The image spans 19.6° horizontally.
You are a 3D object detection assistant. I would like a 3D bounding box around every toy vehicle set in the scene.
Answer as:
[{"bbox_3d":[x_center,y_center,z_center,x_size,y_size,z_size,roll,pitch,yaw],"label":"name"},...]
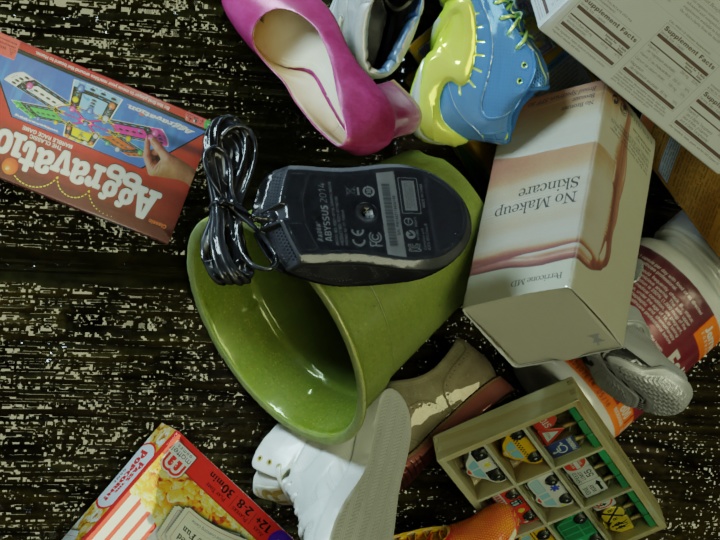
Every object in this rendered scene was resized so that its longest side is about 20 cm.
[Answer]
[{"bbox_3d":[0.157,0.174,1.705,0.124,0.027,0.200,-25,134,14],"label":"toy vehicle set"}]

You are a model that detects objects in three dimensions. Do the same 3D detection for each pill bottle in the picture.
[{"bbox_3d":[0.234,0.046,1.751,0.200,0.114,0.114,-41,109,-14],"label":"pill bottle"}]

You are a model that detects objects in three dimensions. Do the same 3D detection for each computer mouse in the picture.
[{"bbox_3d":[-0.021,-0.035,1.494,0.199,0.053,0.139,5,60,-15],"label":"computer mouse"}]

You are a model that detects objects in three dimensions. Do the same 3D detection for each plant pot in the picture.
[{"bbox_3d":[0.000,0.000,1.619,0.190,0.200,0.200,-35,108,-30],"label":"plant pot"}]

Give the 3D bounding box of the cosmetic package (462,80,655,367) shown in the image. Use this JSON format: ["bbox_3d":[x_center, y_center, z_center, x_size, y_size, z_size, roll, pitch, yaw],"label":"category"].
[{"bbox_3d":[0.155,-0.037,1.604,0.087,0.103,0.200,45,44,-39],"label":"cosmetic package"}]

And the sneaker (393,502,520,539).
[{"bbox_3d":[0.038,0.242,1.678,0.200,0.073,0.077,-33,108,5],"label":"sneaker"}]

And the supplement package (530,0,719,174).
[{"bbox_3d":[0.238,-0.203,1.642,0.200,0.156,0.111,36,113,-23],"label":"supplement package"}]

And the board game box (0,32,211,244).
[{"bbox_3d":[-0.219,-0.102,1.588,0.200,0.019,0.103,22,88,-24],"label":"board game box"}]

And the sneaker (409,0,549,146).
[{"bbox_3d":[0.106,-0.189,1.620,0.105,0.076,0.201,15,101,8],"label":"sneaker"}]

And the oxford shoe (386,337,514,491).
[{"bbox_3d":[0.028,0.134,1.708,0.200,0.070,0.075,-36,77,-12],"label":"oxford shoe"}]

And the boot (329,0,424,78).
[{"bbox_3d":[0.028,-0.242,1.640,0.073,0.096,0.201,15,89,-24],"label":"boot"}]

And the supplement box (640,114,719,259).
[{"bbox_3d":[0.302,-0.072,1.723,0.066,0.200,0.069,-2,129,-24],"label":"supplement box"}]

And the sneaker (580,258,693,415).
[{"bbox_3d":[0.203,0.026,1.654,0.115,0.200,0.075,-47,146,-15],"label":"sneaker"}]

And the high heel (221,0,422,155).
[{"bbox_3d":[-0.050,-0.156,1.572,0.096,0.200,0.067,-20,150,-54],"label":"high heel"}]

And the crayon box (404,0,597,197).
[{"bbox_3d":[0.127,-0.142,1.719,0.126,0.052,0.200,-41,110,-15],"label":"crayon box"}]

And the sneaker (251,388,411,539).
[{"bbox_3d":[-0.035,0.185,1.619,0.074,0.115,0.200,56,36,-34],"label":"sneaker"}]

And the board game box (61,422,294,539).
[{"bbox_3d":[-0.163,0.245,1.632,0.151,0.046,0.200,45,78,-21],"label":"board game box"}]
